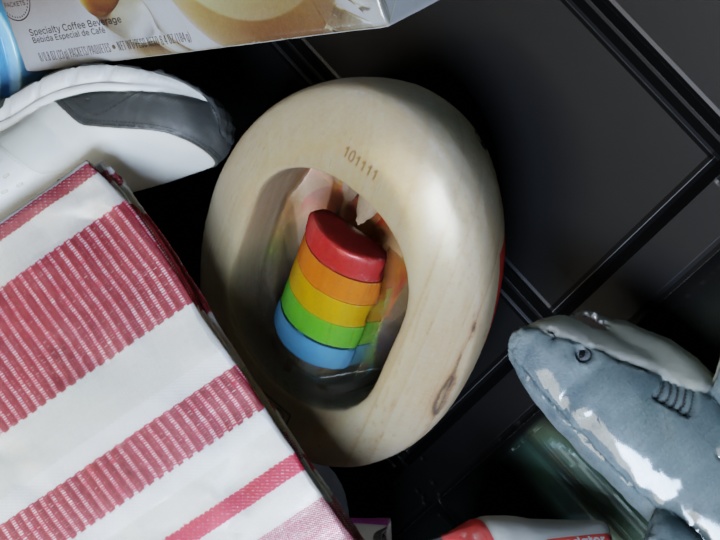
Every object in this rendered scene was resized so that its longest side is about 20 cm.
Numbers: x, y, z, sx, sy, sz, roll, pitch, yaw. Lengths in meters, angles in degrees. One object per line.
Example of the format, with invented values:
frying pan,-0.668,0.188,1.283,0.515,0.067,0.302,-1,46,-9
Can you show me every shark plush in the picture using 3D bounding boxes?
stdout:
shark plush,0.125,0.105,0.656,0.091,0.083,0.200,-32,72,48

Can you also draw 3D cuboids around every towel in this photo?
towel,-0.105,0.075,0.702,0.144,0.023,0.200,-34,87,8

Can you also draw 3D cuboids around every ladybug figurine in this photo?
ladybug figurine,0.000,0.000,0.736,0.136,0.072,0.200,40,133,15

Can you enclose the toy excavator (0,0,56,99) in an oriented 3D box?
toy excavator,-0.245,-0.115,0.778,0.194,0.200,0.100,36,131,17

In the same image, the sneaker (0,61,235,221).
sneaker,-0.145,-0.033,0.745,0.200,0.074,0.080,-11,64,18

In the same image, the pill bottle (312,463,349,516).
pill bottle,-0.108,0.119,0.864,0.200,0.112,0.112,5,117,37

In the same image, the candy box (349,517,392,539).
candy box,-0.051,0.209,0.764,0.136,0.061,0.200,0,108,8

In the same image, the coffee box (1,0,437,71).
coffee box,-0.060,-0.151,0.693,0.200,0.080,0.114,0,114,39

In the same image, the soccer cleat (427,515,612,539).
soccer cleat,0.055,0.159,0.790,0.200,0.085,0.069,112,147,-59
